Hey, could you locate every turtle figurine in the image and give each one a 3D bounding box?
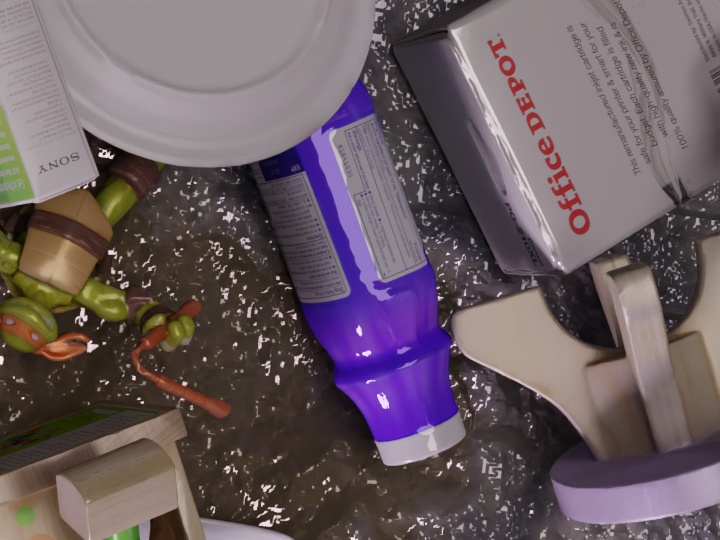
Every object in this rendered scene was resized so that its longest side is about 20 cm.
[{"bbox_3d":[-0.136,-0.017,1.240,0.199,0.064,0.162,25,71,-4],"label":"turtle figurine"}]

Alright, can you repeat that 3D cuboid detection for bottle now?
[{"bbox_3d":[0.000,0.000,1.284,0.065,0.083,0.201,-23,97,-20],"label":"bottle"}]

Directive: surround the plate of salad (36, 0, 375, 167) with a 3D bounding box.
[{"bbox_3d":[-0.087,-0.141,1.186,0.199,0.048,0.201,8,70,-21],"label":"plate of salad"}]

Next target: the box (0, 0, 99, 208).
[{"bbox_3d":[-0.186,-0.124,1.122,0.036,0.144,0.201,-21,97,-24],"label":"box"}]

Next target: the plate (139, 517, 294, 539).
[{"bbox_3d":[-0.144,0.213,1.255,0.199,0.032,0.200,14,86,-21],"label":"plate"}]

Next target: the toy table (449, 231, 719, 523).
[{"bbox_3d":[0.149,0.051,1.285,0.183,0.200,0.118,-17,93,-10],"label":"toy table"}]

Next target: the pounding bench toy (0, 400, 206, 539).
[{"bbox_3d":[-0.122,0.156,1.138,0.124,0.200,0.157,-20,96,-22],"label":"pounding bench toy"}]

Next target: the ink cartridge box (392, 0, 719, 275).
[{"bbox_3d":[0.138,-0.106,1.337,0.200,0.084,0.145,-31,100,-20],"label":"ink cartridge box"}]
